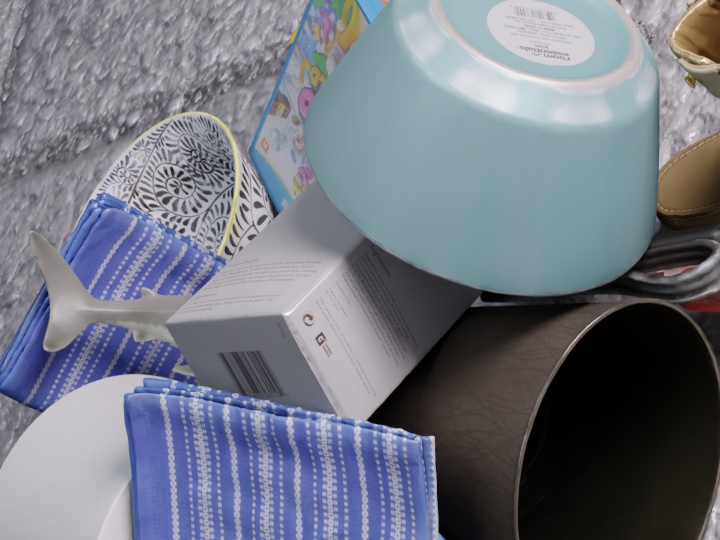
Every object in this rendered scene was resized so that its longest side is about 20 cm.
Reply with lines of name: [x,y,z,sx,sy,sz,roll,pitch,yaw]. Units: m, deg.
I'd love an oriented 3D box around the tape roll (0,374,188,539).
tape roll: [-0.113,0.173,1.222,0.139,0.202,0.203,11,76,53]

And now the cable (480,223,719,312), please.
cable: [0.147,0.012,1.090,0.199,0.097,0.050,-13,102,32]

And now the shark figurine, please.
shark figurine: [-0.091,0.019,1.231,0.214,0.128,0.090,14,99,21]

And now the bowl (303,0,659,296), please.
bowl: [0.077,-0.092,1.047,0.201,0.200,0.105,-108,26,-45]

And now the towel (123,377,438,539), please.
towel: [-0.046,0.140,1.057,0.199,0.024,0.145,8,105,35]

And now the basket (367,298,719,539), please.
basket: [0.083,0.092,1.104,0.200,0.136,0.181,12,92,57]

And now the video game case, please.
video game case: [-0.015,-0.093,1.326,0.143,0.018,0.200,61,146,28]

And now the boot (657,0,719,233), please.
boot: [0.204,-0.086,1.052,0.200,0.155,0.073,-18,54,43]

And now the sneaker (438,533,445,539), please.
sneaker: [0.003,0.162,1.082,0.078,0.070,0.200,-47,43,-8]

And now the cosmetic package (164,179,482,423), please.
cosmetic package: [0.000,0.000,1.116,0.107,0.085,0.200,-5,30,48]

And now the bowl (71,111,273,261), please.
bowl: [-0.122,-0.005,1.440,0.200,0.094,0.201,-28,48,36]

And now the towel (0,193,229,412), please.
towel: [-0.129,0.052,1.309,0.145,0.200,0.024,-60,33,2]

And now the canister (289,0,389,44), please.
canister: [0.051,-0.202,1.372,0.200,0.086,0.149,-54,38,12]

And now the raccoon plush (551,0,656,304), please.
raccoon plush: [0.143,-0.075,1.212,0.134,0.097,0.200,-34,73,12]
